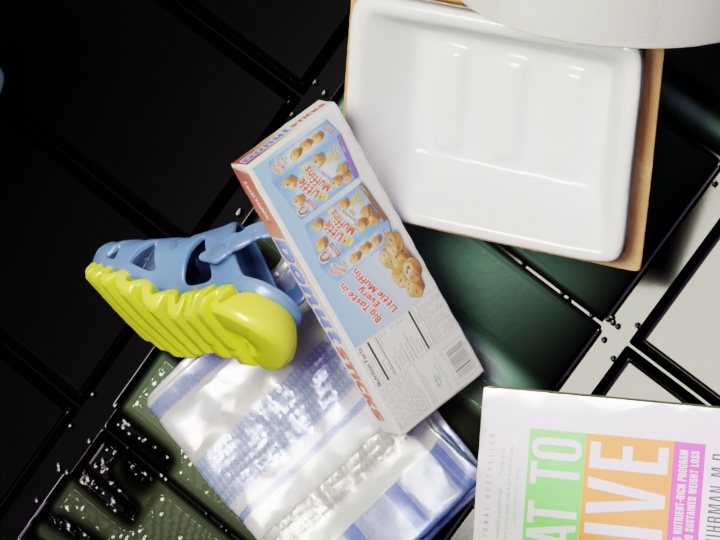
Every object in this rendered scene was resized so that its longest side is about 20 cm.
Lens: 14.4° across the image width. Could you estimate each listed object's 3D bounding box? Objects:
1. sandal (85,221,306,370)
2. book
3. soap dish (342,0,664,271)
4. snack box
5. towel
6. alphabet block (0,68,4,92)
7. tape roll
[{"bbox_3d":[-0.093,0.007,1.787,0.200,0.080,0.087,11,60,46],"label":"sandal"},{"bbox_3d":[0.170,0.144,1.717,0.200,0.048,0.134,4,88,18],"label":"book"},{"bbox_3d":[0.089,-0.097,1.729,0.200,0.081,0.158,12,114,20],"label":"soap dish"},{"bbox_3d":[0.000,0.000,1.725,0.072,0.024,0.200,-37,111,-19],"label":"snack box"},{"bbox_3d":[-0.030,0.105,1.798,0.147,0.024,0.200,-44,72,10],"label":"towel"},{"bbox_3d":[-0.384,-0.094,1.855,0.200,0.196,0.196,22,89,20],"label":"alphabet block"},{"bbox_3d":[0.154,-0.182,1.684,0.202,0.203,0.037,12,116,20],"label":"tape roll"}]
